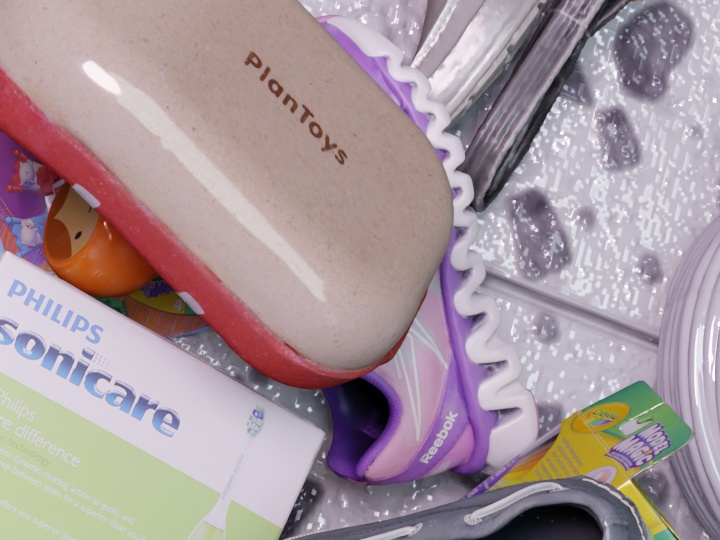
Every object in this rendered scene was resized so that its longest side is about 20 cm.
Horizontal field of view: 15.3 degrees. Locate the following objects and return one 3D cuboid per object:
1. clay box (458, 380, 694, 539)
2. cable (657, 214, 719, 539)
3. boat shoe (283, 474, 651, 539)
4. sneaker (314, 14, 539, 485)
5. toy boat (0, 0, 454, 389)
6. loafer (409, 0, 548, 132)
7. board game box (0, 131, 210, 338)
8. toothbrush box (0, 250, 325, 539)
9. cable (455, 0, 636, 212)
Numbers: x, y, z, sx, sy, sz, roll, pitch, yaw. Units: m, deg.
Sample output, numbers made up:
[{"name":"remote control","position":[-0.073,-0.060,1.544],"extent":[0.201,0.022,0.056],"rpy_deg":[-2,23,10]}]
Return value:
[{"name":"clay box","position":[0.048,0.125,1.022],"extent":[0.200,0.115,0.048],"rpy_deg":[-36,101,2]},{"name":"cable","position":[0.220,0.051,1.171],"extent":[0.200,0.069,0.200],"rpy_deg":[37,72,-17]},{"name":"boat shoe","position":[0.004,0.118,0.937],"extent":[0.199,0.062,0.073],"rpy_deg":[-18,75,6]},{"name":"sneaker","position":[0.000,0.000,1.066],"extent":[0.088,0.080,0.201],"rpy_deg":[-22,100,-23]},{"name":"toy boat","position":[-0.071,-0.035,0.982],"extent":[0.200,0.131,0.131],"rpy_deg":[46,38,-13]},{"name":"loafer","position":[0.054,-0.142,1.124],"extent":[0.070,0.070,0.200],"rpy_deg":[30,71,-4]},{"name":"board game box","position":[-0.081,-0.074,1.065],"extent":[0.158,0.039,0.201],"rpy_deg":[-19,93,-24]},{"name":"toothbrush box","position":[-0.126,0.116,1.000],"extent":[0.145,0.086,0.200],"rpy_deg":[30,74,-19]},{"name":"cable","position":[0.106,-0.111,1.125],"extent":[0.050,0.097,0.200],"rpy_deg":[29,71,2]}]
